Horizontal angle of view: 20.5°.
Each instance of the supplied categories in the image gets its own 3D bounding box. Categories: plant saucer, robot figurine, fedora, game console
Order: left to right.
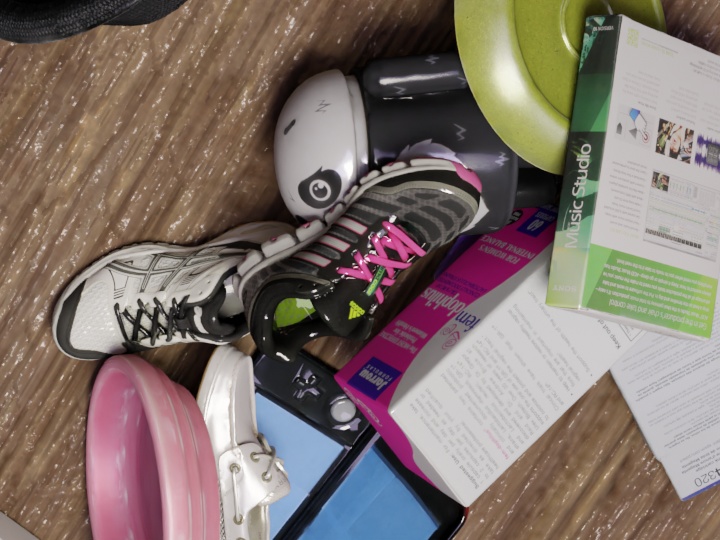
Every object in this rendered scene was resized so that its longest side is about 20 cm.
[{"bbox_3d":[-0.162,-0.216,1.311,0.201,0.201,0.092,-40,144,7],"label":"fedora"},{"bbox_3d":[-0.147,0.158,1.421,0.051,0.201,0.201,-5,112,-24],"label":"plant saucer"},{"bbox_3d":[-0.050,0.185,1.486,0.172,0.119,0.200,34,102,-20],"label":"game console"},{"bbox_3d":[0.039,-0.082,1.393,0.200,0.125,0.150,-3,101,-9],"label":"robot figurine"},{"bbox_3d":[0.148,-0.165,1.366,0.200,0.031,0.200,5,82,-40],"label":"plant saucer"}]

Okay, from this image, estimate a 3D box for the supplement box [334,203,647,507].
[{"bbox_3d":[0.097,0.054,1.407,0.200,0.101,0.103,-44,116,-11],"label":"supplement box"}]

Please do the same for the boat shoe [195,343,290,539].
[{"bbox_3d":[-0.082,0.152,1.451,0.069,0.071,0.200,5,103,18],"label":"boat shoe"}]

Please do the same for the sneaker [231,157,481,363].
[{"bbox_3d":[0.000,0.000,1.322,0.200,0.088,0.074,-29,134,24],"label":"sneaker"}]

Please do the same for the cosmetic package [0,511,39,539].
[{"bbox_3d":[-0.317,0.201,1.485,0.200,0.051,0.083,41,98,-21],"label":"cosmetic package"}]

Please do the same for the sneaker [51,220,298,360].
[{"bbox_3d":[-0.127,0.020,1.427,0.200,0.088,0.076,-20,115,0],"label":"sneaker"}]

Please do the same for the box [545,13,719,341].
[{"bbox_3d":[0.197,-0.060,1.359,0.144,0.036,0.200,14,81,-42],"label":"box"}]

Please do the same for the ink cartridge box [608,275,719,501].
[{"bbox_3d":[0.288,0.051,1.532,0.196,0.043,0.200,-28,115,4],"label":"ink cartridge box"}]

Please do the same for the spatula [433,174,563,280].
[{"bbox_3d":[0.132,-0.057,1.475,0.056,0.021,0.200,34,102,-18],"label":"spatula"}]
